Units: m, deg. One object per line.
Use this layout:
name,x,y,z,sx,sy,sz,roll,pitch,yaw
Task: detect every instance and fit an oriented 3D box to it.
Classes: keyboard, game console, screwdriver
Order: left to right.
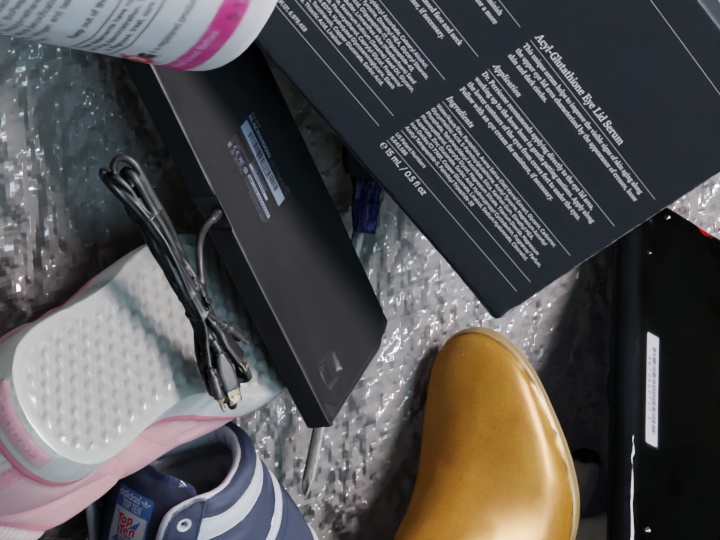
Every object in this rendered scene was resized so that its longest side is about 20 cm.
keyboard,-0.053,-0.027,0.851,0.200,0.021,0.127,64,32,-21
screwdriver,0.000,0.000,0.955,0.029,0.028,0.200,4,103,-13
game console,0.170,0.081,1.079,0.177,0.031,0.200,26,58,-40

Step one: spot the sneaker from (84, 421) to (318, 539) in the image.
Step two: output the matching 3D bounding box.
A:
sneaker,-0.099,0.145,0.899,0.200,0.070,0.109,-46,136,-26

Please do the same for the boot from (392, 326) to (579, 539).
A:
boot,0.027,0.132,0.967,0.144,0.071,0.202,-10,93,-48

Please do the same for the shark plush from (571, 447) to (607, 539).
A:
shark plush,0.082,0.179,1.080,0.200,0.091,0.083,-42,161,-27

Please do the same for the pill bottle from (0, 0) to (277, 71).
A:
pill bottle,-0.126,-0.133,0.718,0.200,0.113,0.114,8,102,-30

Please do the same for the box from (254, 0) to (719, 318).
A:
box,0.049,-0.100,0.863,0.141,0.079,0.200,-32,122,16

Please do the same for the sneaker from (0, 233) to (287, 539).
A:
sneaker,-0.105,0.048,0.864,0.075,0.105,0.200,58,29,3

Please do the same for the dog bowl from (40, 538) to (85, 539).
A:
dog bowl,-0.112,0.201,0.828,0.200,0.074,0.200,0,90,1
